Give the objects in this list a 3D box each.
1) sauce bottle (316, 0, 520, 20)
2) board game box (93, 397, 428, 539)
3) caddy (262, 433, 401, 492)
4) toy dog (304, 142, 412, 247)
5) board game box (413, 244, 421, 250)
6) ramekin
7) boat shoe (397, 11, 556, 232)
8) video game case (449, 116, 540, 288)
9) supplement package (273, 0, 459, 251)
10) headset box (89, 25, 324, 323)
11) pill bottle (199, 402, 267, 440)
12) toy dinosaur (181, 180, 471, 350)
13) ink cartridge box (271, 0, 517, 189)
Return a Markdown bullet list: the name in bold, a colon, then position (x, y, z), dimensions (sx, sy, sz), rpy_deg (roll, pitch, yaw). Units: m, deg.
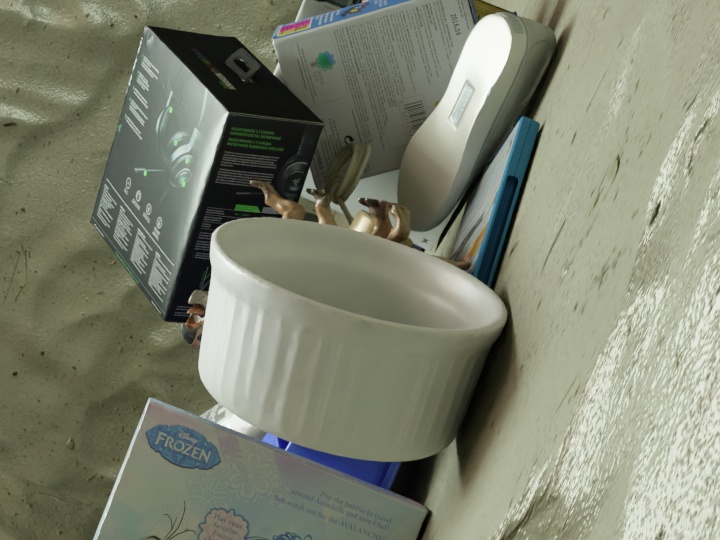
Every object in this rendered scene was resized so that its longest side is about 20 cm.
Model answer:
- **sauce bottle**: position (0.052, -0.221, 1.620), dimensions (0.065, 0.198, 0.065), rpy_deg (-159, 90, -88)
- **board game box**: position (-0.083, 0.213, 1.226), dimensions (0.043, 0.198, 0.201), rpy_deg (-173, 104, -85)
- **caddy**: position (-0.019, 0.150, 1.353), dimensions (0.142, 0.104, 0.200), rpy_deg (-60, 6, 15)
- **toy dog**: position (0.000, 0.000, 1.476), dimensions (0.132, 0.096, 0.201), rpy_deg (-48, 21, 20)
- **board game box**: position (0.023, -0.021, 1.945), dimensions (0.201, 0.056, 0.166), rpy_deg (-76, 10, -60)
- **ramekin**: position (-0.011, 0.045, 1.221), dimensions (0.201, 0.198, 0.099), rpy_deg (-85, 9, -74)
- **boat shoe**: position (0.094, -0.115, 1.492), dimensions (0.072, 0.068, 0.202), rpy_deg (49, 125, 44)
- **video game case**: position (0.082, 0.001, 1.398), dimensions (0.143, 0.018, 0.202), rpy_deg (121, 169, -63)
- **supplement package**: position (0.009, -0.132, 1.697), dimensions (0.156, 0.198, 0.112), rpy_deg (119, 172, -61)
- **headset box**: position (-0.129, -0.085, 1.534), dimensions (0.174, 0.092, 0.202), rpy_deg (45, 124, 48)
- **pill bottle**: position (-0.061, 0.138, 1.520), dimensions (0.199, 0.111, 0.111), rpy_deg (-34, 20, 23)
- **toy dinosaur**: position (-0.026, 0.012, 1.348), dimensions (0.086, 0.198, 0.137), rpy_deg (-156, 75, -83)
- **ink cartridge box**: position (0.040, -0.160, 1.553), dimensions (0.076, 0.198, 0.138), rpy_deg (-82, -24, -71)
